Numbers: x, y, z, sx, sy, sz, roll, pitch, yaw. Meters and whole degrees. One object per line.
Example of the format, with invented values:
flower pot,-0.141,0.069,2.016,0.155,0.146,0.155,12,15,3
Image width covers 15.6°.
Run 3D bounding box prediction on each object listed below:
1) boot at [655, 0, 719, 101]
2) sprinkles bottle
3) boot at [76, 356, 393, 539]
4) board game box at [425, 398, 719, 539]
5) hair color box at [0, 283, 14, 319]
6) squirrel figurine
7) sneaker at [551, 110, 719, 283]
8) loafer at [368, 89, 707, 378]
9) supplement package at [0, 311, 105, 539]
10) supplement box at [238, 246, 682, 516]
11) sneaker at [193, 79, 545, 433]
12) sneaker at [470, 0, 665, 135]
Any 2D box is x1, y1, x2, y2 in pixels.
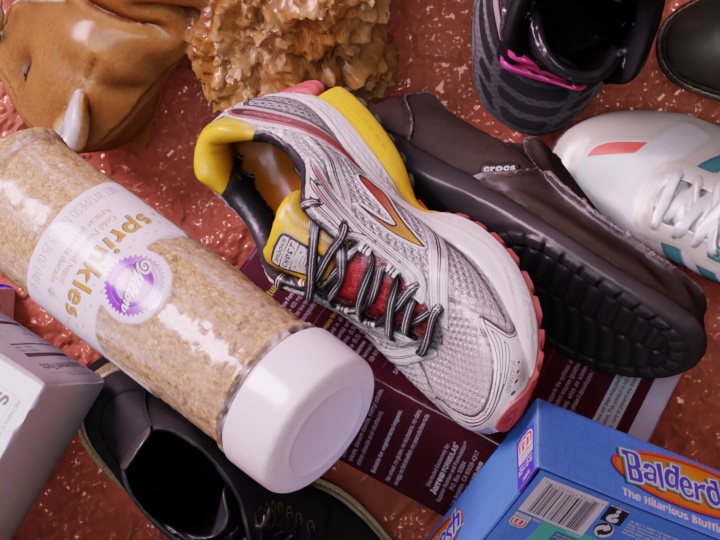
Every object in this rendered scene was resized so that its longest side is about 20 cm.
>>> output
boot,0.234,-0.113,1.194,0.199,0.097,0.075,-4,89,6
sprinkles bottle,-0.087,0.015,1.135,0.200,0.068,0.068,35,94,26
boot,-0.044,0.125,1.183,0.200,0.138,0.078,35,91,-16
board game box,0.094,0.157,1.158,0.152,0.045,0.200,23,129,-16
hair color box,-0.209,0.104,1.238,0.065,0.109,0.201,5,90,7
squirrel figurine,-0.078,-0.128,1.215,0.200,0.142,0.187,27,99,9
sneaker,0.181,-0.024,1.201,0.199,0.093,0.071,23,92,6
loafer,0.079,-0.027,1.192,0.200,0.073,0.071,34,59,14
supplement package,-0.230,0.042,1.131,0.200,0.110,0.114,33,93,7
supplement box,0.036,0.048,1.206,0.200,0.109,0.061,29,132,6
sneaker,0.000,0.000,1.133,0.200,0.082,0.078,45,127,28
sneaker,0.089,-0.109,1.164,0.074,0.200,0.088,19,58,-5
